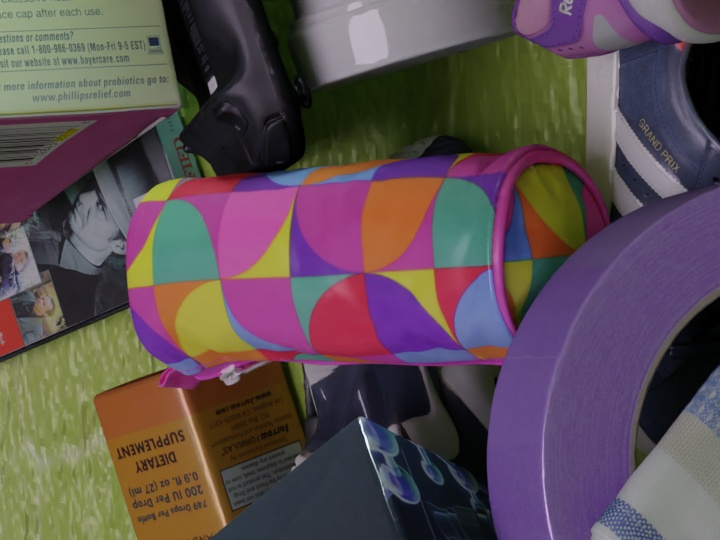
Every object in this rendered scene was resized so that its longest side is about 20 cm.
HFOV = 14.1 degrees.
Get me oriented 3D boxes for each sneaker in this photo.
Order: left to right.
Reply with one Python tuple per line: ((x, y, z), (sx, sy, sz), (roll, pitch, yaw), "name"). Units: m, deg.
((0.041, 0.054, 1.212), (0.079, 0.130, 0.200), (-17, 53, 32), "sneaker")
((0.078, -0.164, 1.083), (0.088, 0.080, 0.201), (-25, 65, 37), "sneaker")
((0.133, -0.022, 1.107), (0.084, 0.075, 0.201), (7, 106, 44), "sneaker")

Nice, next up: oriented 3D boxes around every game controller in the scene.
((-0.055, -0.088, 1.211), (0.200, 0.042, 0.105), (165, 94, -81), "game controller")

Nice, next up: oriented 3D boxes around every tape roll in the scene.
((0.148, 0.067, 1.033), (0.066, 0.199, 0.201), (169, 85, -75), "tape roll")

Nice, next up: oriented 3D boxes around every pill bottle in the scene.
((-0.005, -0.179, 1.158), (0.116, 0.116, 0.201), (-15, 92, 42), "pill bottle")

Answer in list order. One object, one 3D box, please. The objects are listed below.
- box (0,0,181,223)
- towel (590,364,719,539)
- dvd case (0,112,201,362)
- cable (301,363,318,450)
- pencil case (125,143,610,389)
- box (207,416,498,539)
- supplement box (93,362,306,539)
((-0.174, -0.136, 1.280), (0.176, 0.096, 0.201), (-27, 71, 57), "box")
((0.186, 0.066, 0.999), (0.147, 0.200, 0.024), (43, 166, -7), "towel")
((-0.156, -0.040, 1.391), (0.200, 0.022, 0.147), (-23, 86, 43), "dvd case")
((-0.001, 0.063, 1.274), (0.050, 0.097, 0.201), (-5, 79, 1), "cable")
((0.000, 0.000, 1.126), (0.199, 0.088, 0.089), (-6, 98, 40), "pencil case")
((0.046, 0.169, 1.085), (0.107, 0.200, 0.149), (-41, 46, 23), "box")
((-0.050, 0.138, 1.317), (0.066, 0.069, 0.201), (-19, 91, 44), "supplement box")
